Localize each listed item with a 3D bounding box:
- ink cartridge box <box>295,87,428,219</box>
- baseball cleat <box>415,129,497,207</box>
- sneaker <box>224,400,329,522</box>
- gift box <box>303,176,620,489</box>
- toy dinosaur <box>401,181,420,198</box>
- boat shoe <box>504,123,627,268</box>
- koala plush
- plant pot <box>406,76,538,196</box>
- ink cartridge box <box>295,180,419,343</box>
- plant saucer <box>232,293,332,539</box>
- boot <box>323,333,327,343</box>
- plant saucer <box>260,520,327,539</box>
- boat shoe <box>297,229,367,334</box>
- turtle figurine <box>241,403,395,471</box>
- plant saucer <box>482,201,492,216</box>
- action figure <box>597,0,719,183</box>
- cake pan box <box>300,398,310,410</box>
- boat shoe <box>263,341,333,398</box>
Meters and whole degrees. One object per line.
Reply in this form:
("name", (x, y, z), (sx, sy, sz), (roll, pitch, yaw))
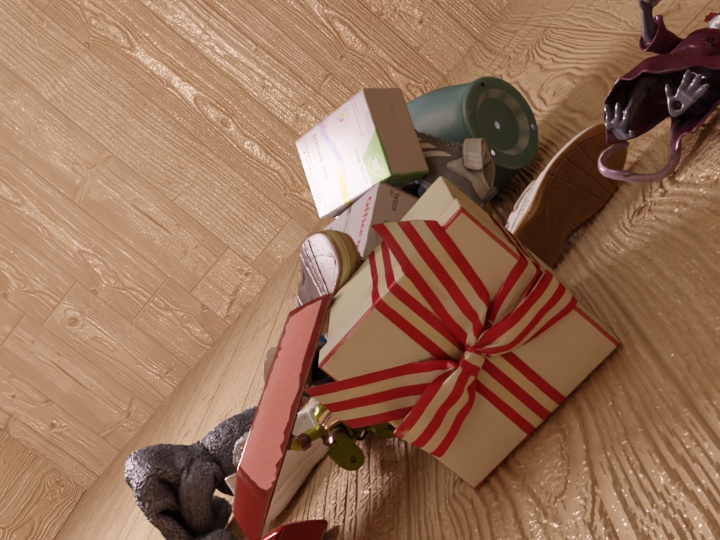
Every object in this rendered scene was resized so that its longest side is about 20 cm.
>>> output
("ink cartridge box", (-0.014, -0.141, 1.052), (0.067, 0.117, 0.200), (-13, -9, -39))
("baseball cleat", (0.103, -0.148, 1.039), (0.106, 0.200, 0.070), (-40, -27, 9))
("sneaker", (-0.089, 0.210, 1.020), (0.200, 0.088, 0.075), (-51, 8, -35))
("gift box", (0.065, 0.041, 0.659), (0.185, 0.200, 0.187), (-54, 10, 13))
("toy dinosaur", (0.061, -0.067, 1.100), (0.077, 0.102, 0.200), (-34, 39, -31))
("boat shoe", (0.191, -0.065, 0.829), (0.200, 0.071, 0.069), (-52, 12, -2))
("koala plush", (-0.190, 0.266, 1.093), (0.200, 0.184, 0.177), (-40, 9, -8))
("plant pot", (0.142, -0.176, 1.151), (0.188, 0.200, 0.200), (-25, 26, 53))
("ink cartridge box", (0.000, 0.000, 1.021), (0.200, 0.084, 0.145), (-35, 38, 57))
("plant saucer", (-0.080, 0.143, 0.771), (0.200, 0.037, 0.200), (108, 177, -60))
("boot", (0.040, 0.075, 0.903), (0.144, 0.072, 0.200), (-28, 18, -11))
("plant saucer", (-0.131, 0.350, 0.811), (0.200, 0.037, 0.200), (-42, 13, 41))
("boat shoe", (-0.023, 0.009, 0.829), (0.063, 0.073, 0.200), (-17, -16, -16))
("turtle figurine", (-0.028, 0.177, 0.908), (0.200, 0.064, 0.161), (-23, 9, -17))
("plant saucer", (0.093, 0.023, 1.017), (0.200, 0.048, 0.200), (-43, 13, 38))
("action figure", (0.312, -0.180, 0.741), (0.200, 0.134, 0.149), (-43, -40, -40))
("cake pan box", (-0.060, 0.087, 1.214), (0.200, 0.052, 0.184), (-54, 20, 42))
("boat shoe", (-0.052, 0.124, 1.008), (0.200, 0.063, 0.073), (17, -107, -69))
